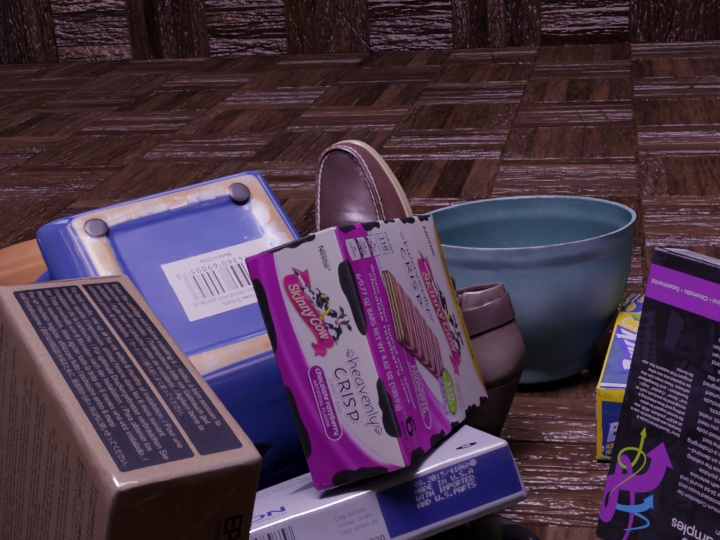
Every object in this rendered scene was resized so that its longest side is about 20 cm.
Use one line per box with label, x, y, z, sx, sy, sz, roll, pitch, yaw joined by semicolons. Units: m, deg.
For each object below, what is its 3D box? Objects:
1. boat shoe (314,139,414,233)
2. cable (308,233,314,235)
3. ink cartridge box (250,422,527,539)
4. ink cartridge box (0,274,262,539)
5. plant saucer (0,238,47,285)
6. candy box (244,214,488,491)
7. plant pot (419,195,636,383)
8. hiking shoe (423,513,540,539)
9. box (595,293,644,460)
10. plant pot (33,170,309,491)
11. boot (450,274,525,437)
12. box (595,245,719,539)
boat shoe;0.000;0.000;0.849;0.072;0.201;0.072;-12;-7;24
cable;0.008;0.031;0.968;0.097;0.200;0.051;-25;47;35
ink cartridge box;-0.017;0.144;0.721;0.199;0.041;0.200;-19;-2;-10
ink cartridge box;-0.127;0.127;0.578;0.075;0.201;0.165;-8;35;-31
plant saucer;-0.219;-0.015;0.967;0.199;0.038;0.200;-14;2;1
candy box;0.013;0.040;0.717;0.061;0.137;0.200;-18;-1;18
plant pot;0.144;0.019;1.041;0.199;0.135;0.200;-4;15;1
hiking shoe;0.050;0.190;0.675;0.100;0.076;0.200;2;19;30
box;0.238;0.083;0.957;0.070;0.065;0.200;2;21;18
plant pot;-0.118;0.053;0.822;0.199;0.180;0.200;-17;60;-29
boot;0.030;0.068;0.912;0.199;0.147;0.070;2;17;15
box;0.223;0.099;0.719;0.036;0.201;0.143;3;13;-36
